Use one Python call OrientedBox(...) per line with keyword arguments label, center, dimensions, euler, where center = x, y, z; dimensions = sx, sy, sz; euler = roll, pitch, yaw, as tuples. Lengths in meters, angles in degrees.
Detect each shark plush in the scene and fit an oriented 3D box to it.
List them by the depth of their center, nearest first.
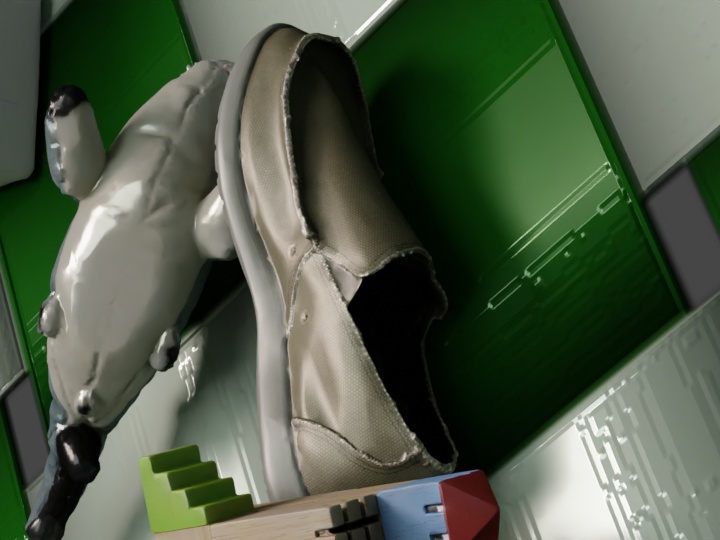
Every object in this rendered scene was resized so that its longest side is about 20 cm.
OrientedBox(label="shark plush", center=(-0.081, 0.015, 0.957), dimensions=(0.090, 0.083, 0.201), euler=(9, 96, 5))

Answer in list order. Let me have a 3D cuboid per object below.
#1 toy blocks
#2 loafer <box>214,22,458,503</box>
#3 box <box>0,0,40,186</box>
OrientedBox(label="toy blocks", center=(0.015, 0.145, 0.769), dimensions=(0.136, 0.100, 0.201), euler=(-13, 88, 37))
OrientedBox(label="loafer", center=(0.000, 0.000, 0.869), dimensions=(0.069, 0.075, 0.201), euler=(-20, 68, 29))
OrientedBox(label="box", center=(-0.267, -0.136, 1.096), dimensions=(0.171, 0.198, 0.201), euler=(-16, 68, 43))
